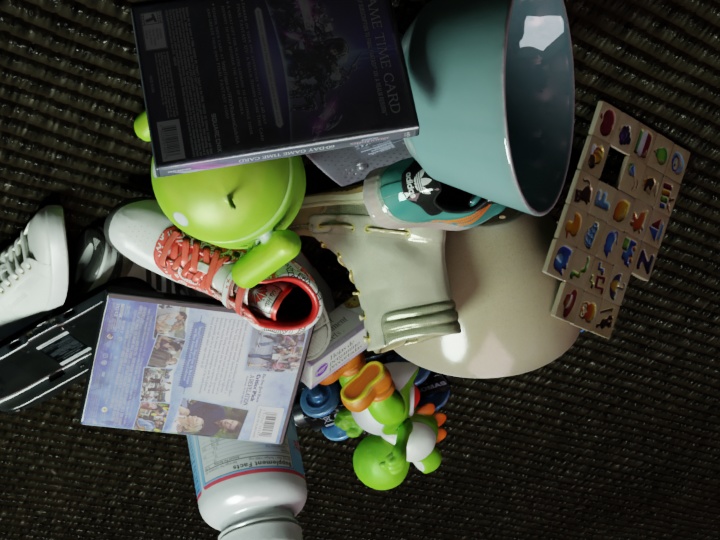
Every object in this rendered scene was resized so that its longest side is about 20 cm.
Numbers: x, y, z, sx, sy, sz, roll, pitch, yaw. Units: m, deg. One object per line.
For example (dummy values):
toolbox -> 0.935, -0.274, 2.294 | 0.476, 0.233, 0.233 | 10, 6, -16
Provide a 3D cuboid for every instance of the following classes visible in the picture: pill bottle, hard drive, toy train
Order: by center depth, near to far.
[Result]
hard drive -> 0.005, -0.141, 1.559 | 0.135, 0.042, 0.200 | -18, 155, 12
pill bottle -> -0.112, 0.187, 1.808 | 0.108, 0.200, 0.109 | -10, 155, -5
toy train -> 0.013, 0.107, 1.990 | 0.200, 0.114, 0.087 | -19, 143, 14

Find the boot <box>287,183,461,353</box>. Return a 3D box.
boot -> 0.000, 0.000, 1.684 | 0.200, 0.155, 0.072 | -8, 180, 36

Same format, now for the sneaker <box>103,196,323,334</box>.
sneaker -> -0.125, -0.005, 1.614 | 0.201, 0.067, 0.108 | 24, -173, -18

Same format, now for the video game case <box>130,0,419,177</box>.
video game case -> -0.066, -0.151, 1.393 | 0.199, 0.143, 0.019 | -9, 157, -6

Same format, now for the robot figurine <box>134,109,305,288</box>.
robot figurine -> -0.108, -0.078, 1.521 | 0.116, 0.176, 0.200 | -31, 176, 3

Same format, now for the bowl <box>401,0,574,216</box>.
bowl -> 0.095, -0.143, 1.456 | 0.105, 0.201, 0.201 | 0, 159, 21

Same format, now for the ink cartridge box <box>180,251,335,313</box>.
ink cartridge box -> -0.135, 0.055, 1.858 | 0.199, 0.083, 0.147 | -17, 154, 10

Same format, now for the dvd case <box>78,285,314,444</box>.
dvd case -> -0.151, 0.090, 1.706 | 0.199, 0.018, 0.143 | 8, 115, -17

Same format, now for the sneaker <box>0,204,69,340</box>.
sneaker -> -0.319, 0.010, 1.690 | 0.084, 0.073, 0.200 | 1, 146, -22

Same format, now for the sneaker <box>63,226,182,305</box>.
sneaker -> -0.239, 0.032, 1.775 | 0.115, 0.076, 0.201 | 7, 146, -30

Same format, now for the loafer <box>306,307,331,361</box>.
loafer -> -0.106, 0.007, 1.728 | 0.072, 0.063, 0.200 | -50, 119, -8

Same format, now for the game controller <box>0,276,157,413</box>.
game controller -> -0.274, 0.069, 1.722 | 0.200, 0.042, 0.104 | -29, 141, 9

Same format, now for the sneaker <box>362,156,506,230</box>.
sneaker -> 0.092, -0.073, 1.583 | 0.080, 0.072, 0.200 | -14, 179, 38

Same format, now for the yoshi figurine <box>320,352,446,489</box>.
yoshi figurine -> 0.015, 0.165, 1.894 | 0.112, 0.113, 0.200 | -8, 142, 26

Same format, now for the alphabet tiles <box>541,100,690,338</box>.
alphabet tiles -> 0.238, -0.041, 1.726 | 0.008, 0.200, 0.167 | 17, 177, 41

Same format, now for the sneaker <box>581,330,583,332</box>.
sneaker -> 0.175, 0.047, 1.981 | 0.199, 0.073, 0.112 | 0, 151, -26

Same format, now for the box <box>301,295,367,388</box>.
box -> 0.011, 0.044, 1.828 | 0.200, 0.041, 0.039 | -34, 151, -28

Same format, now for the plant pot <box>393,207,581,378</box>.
plant pot -> 0.114, -0.012, 1.739 | 0.200, 0.200, 0.135 | -7, 125, -9
